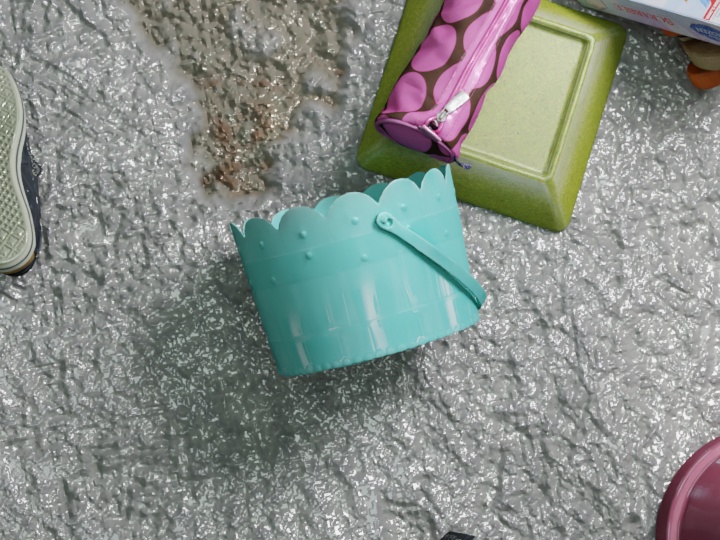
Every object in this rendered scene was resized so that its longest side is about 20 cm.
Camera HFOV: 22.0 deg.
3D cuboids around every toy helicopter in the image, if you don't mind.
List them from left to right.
[{"bbox_3d":[0.365,-0.247,1.632,0.200,0.132,0.079,-48,118,-24],"label":"toy helicopter"}]

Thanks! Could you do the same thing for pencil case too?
[{"bbox_3d":[0.093,-0.189,1.570,0.091,0.094,0.200,26,82,-1],"label":"pencil case"}]

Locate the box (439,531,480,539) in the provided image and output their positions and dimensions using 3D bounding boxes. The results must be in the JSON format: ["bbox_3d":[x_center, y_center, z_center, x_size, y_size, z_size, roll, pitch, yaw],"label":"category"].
[{"bbox_3d":[0.121,0.286,1.513,0.044,0.200,0.160,-42,88,-7],"label":"box"}]

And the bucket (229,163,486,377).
[{"bbox_3d":[0.000,0.000,1.542,0.207,0.207,0.135,-16,93,-5],"label":"bucket"}]

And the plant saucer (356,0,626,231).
[{"bbox_3d":[0.120,-0.159,1.639,0.199,0.048,0.200,18,83,-1],"label":"plant saucer"}]

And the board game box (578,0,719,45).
[{"bbox_3d":[0.306,-0.298,1.606,0.199,0.041,0.200,27,80,45],"label":"board game box"}]

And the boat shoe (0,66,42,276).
[{"bbox_3d":[-0.315,-0.085,1.601,0.075,0.062,0.200,-14,69,0],"label":"boat shoe"}]

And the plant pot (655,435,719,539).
[{"bbox_3d":[0.362,0.226,1.544,0.200,0.179,0.200,0,83,-4],"label":"plant pot"}]
